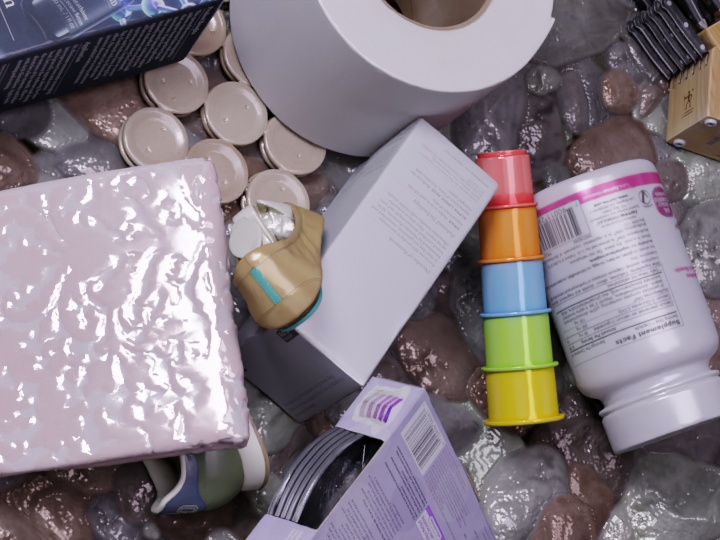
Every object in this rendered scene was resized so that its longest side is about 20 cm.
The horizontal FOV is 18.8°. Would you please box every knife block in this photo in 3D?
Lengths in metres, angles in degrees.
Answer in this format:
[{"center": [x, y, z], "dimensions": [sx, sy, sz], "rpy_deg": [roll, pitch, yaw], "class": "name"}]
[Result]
[{"center": [0.312, -0.177, 1.780], "dimensions": [0.200, 0.064, 0.176], "rpy_deg": [17, 67, -20], "class": "knife block"}]

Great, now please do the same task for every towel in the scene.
[{"center": [-0.177, 0.034, 1.442], "dimensions": [0.191, 0.032, 0.200], "rpy_deg": [-9, 73, 1], "class": "towel"}]

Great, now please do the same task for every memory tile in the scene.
[{"center": [-0.087, -0.135, 1.599], "dimensions": [0.153, 0.017, 0.200], "rpy_deg": [25, 64, -17], "class": "memory tile"}]

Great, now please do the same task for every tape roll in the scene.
[{"center": [0.021, -0.198, 1.582], "dimensions": [0.202, 0.139, 0.203], "rpy_deg": [9, 70, -24], "class": "tape roll"}]

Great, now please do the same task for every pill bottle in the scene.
[{"center": [0.200, 0.028, 1.628], "dimensions": [0.113, 0.113, 0.200], "rpy_deg": [-15, 81, -29], "class": "pill bottle"}]

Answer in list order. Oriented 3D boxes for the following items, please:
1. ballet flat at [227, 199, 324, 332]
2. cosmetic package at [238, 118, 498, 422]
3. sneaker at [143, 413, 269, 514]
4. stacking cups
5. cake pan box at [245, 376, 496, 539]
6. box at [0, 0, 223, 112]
[{"center": [-0.059, -0.018, 1.456], "dimensions": [0.069, 0.200, 0.063], "rpy_deg": [-42, 104, 5], "class": "ballet flat"}, {"center": [0.000, 0.000, 1.542], "dimensions": [0.081, 0.113, 0.200], "rpy_deg": [39, 62, -10], "class": "cosmetic package"}, {"center": [-0.142, 0.073, 1.472], "dimensions": [0.090, 0.067, 0.200], "rpy_deg": [-24, 85, -30], "class": "sneaker"}, {"center": [0.108, 0.013, 1.595], "dimensions": [0.060, 0.060, 0.200], "rpy_deg": [-7, 89, -28], "class": "stacking cups"}, {"center": [0.007, 0.198, 1.456], "dimensions": [0.184, 0.052, 0.200], "rpy_deg": [-53, 135, -30], "class": "cake pan box"}, {"center": [-0.219, -0.205, 1.495], "dimensions": [0.200, 0.107, 0.149], "rpy_deg": [-20, 79, -27], "class": "box"}]
